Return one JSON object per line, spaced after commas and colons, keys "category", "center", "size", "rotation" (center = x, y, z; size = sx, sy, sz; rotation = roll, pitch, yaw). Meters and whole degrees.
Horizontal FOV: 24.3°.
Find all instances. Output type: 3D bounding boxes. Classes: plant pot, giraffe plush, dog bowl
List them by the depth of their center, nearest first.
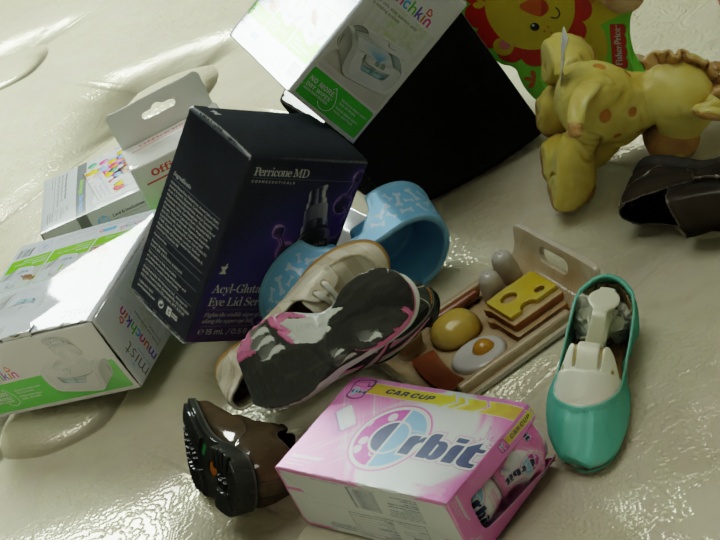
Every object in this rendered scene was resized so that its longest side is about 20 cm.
{"category": "dog bowl", "center": [0.000, 0.000, 1.571], "size": [0.200, 0.112, 0.050], "rotation": [-35, 47, -15]}
{"category": "giraffe plush", "center": [0.260, -0.157, 1.579], "size": [0.162, 0.200, 0.173], "rotation": [-2, 62, -3]}
{"category": "plant pot", "center": [0.038, -0.178, 1.761], "size": [0.177, 0.200, 0.200], "rotation": [-45, 31, -6]}

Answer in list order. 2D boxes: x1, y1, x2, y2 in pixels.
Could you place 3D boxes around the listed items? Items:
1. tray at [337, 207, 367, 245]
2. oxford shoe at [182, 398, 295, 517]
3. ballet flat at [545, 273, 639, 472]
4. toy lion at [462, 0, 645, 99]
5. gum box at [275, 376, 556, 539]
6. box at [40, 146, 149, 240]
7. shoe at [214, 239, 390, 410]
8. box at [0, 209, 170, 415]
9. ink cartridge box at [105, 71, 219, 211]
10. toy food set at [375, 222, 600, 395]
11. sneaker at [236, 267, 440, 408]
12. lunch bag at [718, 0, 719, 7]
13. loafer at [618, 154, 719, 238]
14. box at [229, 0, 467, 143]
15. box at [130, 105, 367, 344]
{"category": "tray", "center": [-0.080, -0.002, 1.725], "size": [0.200, 0.022, 0.107], "rotation": [-35, 30, -15]}
{"category": "oxford shoe", "center": [-0.102, 0.159, 1.447], "size": [0.084, 0.073, 0.200], "rotation": [-10, 19, -22]}
{"category": "ballet flat", "center": [0.183, 0.071, 1.330], "size": [0.067, 0.071, 0.200], "rotation": [0, 36, 16]}
{"category": "toy lion", "center": [0.197, -0.248, 1.687], "size": [0.191, 0.200, 0.069], "rotation": [0, 37, 16]}
{"category": "gum box", "center": [0.045, 0.153, 1.315], "size": [0.200, 0.066, 0.114], "rotation": [5, 42, 45]}
{"category": "box", "center": [-0.294, -0.103, 2.052], "size": [0.200, 0.041, 0.156], "rotation": [-23, 29, 4]}
{"category": "shoe", "center": [-0.049, 0.052, 1.492], "size": [0.200, 0.070, 0.053], "rotation": [-43, 18, 12]}
{"category": "box", "center": [-0.289, 0.043, 1.706], "size": [0.200, 0.097, 0.177], "rotation": [-13, 35, 31]}
{"category": "ink cartridge box", "center": [-0.173, -0.094, 1.768], "size": [0.116, 0.200, 0.068], "rotation": [-28, 28, -4]}
{"category": "toy food set", "center": [0.099, 0.034, 1.476], "size": [0.200, 0.061, 0.143], "rotation": [-34, 29, -13]}
{"category": "sneaker", "center": [-0.013, 0.065, 1.422], "size": [0.200, 0.081, 0.086], "rotation": [-24, -18, 33]}
{"category": "lunch bag", "center": [0.394, -0.301, 1.644], "size": [0.077, 0.200, 0.160], "rotation": [-24, 26, 0]}
{"category": "loafer", "center": [0.305, -0.055, 1.457], "size": [0.071, 0.073, 0.200], "rotation": [-47, 26, -24]}
{"category": "box", "center": [-0.018, -0.249, 1.644], "size": [0.177, 0.097, 0.200], "rotation": [-50, 31, 4]}
{"category": "box", "center": [-0.105, -0.043, 1.565], "size": [0.148, 0.200, 0.104], "rotation": [-2, 32, -42]}
